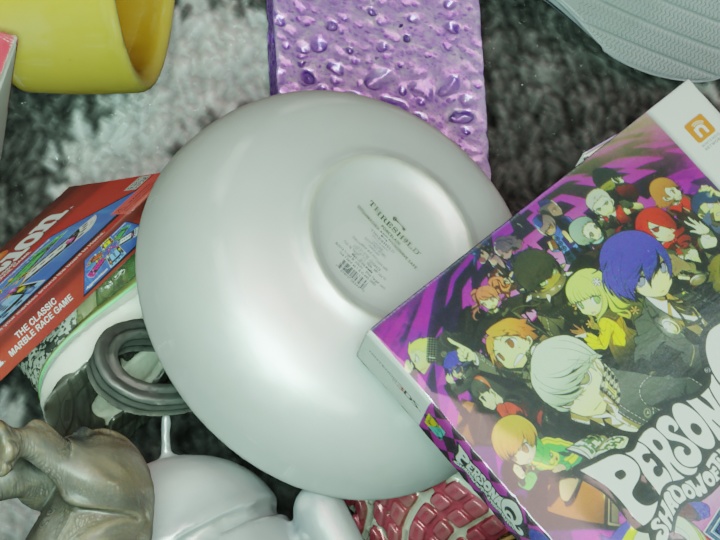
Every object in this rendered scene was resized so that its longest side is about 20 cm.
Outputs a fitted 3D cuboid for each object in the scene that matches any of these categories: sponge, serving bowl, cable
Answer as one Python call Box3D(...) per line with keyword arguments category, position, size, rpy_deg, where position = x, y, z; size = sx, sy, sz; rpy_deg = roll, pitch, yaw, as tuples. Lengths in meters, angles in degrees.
Box3D(category="sponge", position=(0.010, -0.063, 1.371), size=(0.111, 0.030, 0.201), rpy_deg=(1, 71, -10))
Box3D(category="serving bowl", position=(0.000, 0.000, 1.227), size=(0.199, 0.066, 0.201), rpy_deg=(12, 61, -22))
Box3D(category="cable", position=(-0.031, 0.048, 1.267), size=(0.199, 0.050, 0.098), rpy_deg=(-18, 71, -25))

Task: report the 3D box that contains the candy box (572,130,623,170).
Box3D(category="candy box", position=(0.165, 0.041, 1.286), size=(0.071, 0.168, 0.201), rpy_deg=(-29, 76, -20))

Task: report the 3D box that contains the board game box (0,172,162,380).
Box3D(category="board game box", position=(-0.173, 0.024, 1.255), size=(0.200, 0.103, 0.019), rpy_deg=(-46, 111, -29))

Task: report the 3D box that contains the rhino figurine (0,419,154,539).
Box3D(category="rhino figurine", position=(-0.126, 0.161, 1.147), size=(0.087, 0.060, 0.202), rpy_deg=(-1, 93, -38))

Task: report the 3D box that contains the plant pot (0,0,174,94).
Box3D(category="plant pot", position=(-0.195, -0.184, 1.299), size=(0.187, 0.201, 0.202), rpy_deg=(-1, 69, 6))

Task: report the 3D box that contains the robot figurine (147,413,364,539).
Box3D(category="robot figurine", position=(-0.065, 0.169, 1.226), size=(0.169, 0.113, 0.201), rpy_deg=(-33, 78, 10))

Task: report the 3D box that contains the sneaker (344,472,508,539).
Box3D(category="sneaker", position=(0.081, 0.135, 1.294), size=(0.199, 0.081, 0.075), rpy_deg=(33, 39, 2))

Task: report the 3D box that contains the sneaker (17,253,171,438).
Box3D(category="sneaker", position=(-0.098, -0.009, 1.302), size=(0.200, 0.077, 0.088), rpy_deg=(-43, 54, -15))

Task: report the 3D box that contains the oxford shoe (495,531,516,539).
Box3D(category="oxford shoe", position=(0.098, 0.133, 1.198), size=(0.199, 0.071, 0.071), rpy_deg=(-28, 66, -41))

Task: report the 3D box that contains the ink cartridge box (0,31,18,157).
Box3D(category="ink cartridge box", position=(-0.270, -0.077, 1.260), size=(0.199, 0.145, 0.084), rpy_deg=(17, 67, -4))

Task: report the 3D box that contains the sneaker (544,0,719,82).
Box3D(category="sneaker", position=(0.118, -0.170, 1.409), size=(0.199, 0.073, 0.071), rpy_deg=(30, 23, -17))

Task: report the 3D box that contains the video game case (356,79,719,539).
Box3D(category="video game case", position=(0.130, 0.041, 1.170), size=(0.200, 0.036, 0.181), rpy_deg=(-37, 78, -20))
